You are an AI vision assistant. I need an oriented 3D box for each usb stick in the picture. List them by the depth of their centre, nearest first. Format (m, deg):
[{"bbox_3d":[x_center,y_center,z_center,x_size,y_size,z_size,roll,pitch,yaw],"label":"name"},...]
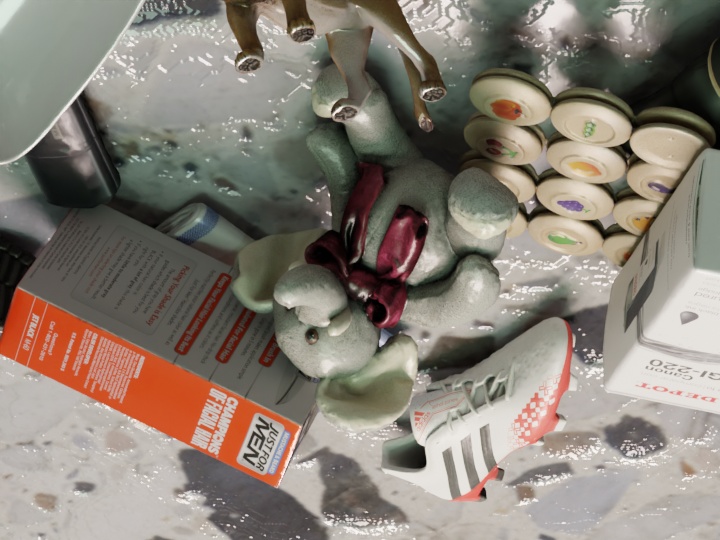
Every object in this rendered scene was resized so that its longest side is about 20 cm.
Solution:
[{"bbox_3d":[-0.200,-0.111,1.763,0.055,0.033,0.200,-1,139,18],"label":"usb stick"}]

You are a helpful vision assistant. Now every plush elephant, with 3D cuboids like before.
[{"bbox_3d":[0.000,0.000,1.764,0.165,0.155,0.200,42,167,24],"label":"plush elephant"}]

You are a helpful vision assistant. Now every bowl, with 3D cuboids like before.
[{"bbox_3d":[-0.229,-0.172,1.601,0.199,0.075,0.200,20,120,-37],"label":"bowl"}]

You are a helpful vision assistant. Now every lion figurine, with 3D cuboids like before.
[{"bbox_3d":[-0.030,-0.160,1.650,0.072,0.123,0.200,-31,143,23],"label":"lion figurine"}]

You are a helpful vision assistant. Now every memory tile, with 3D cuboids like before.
[{"bbox_3d":[0.134,-0.056,1.751,0.152,0.017,0.200,14,154,4],"label":"memory tile"}]

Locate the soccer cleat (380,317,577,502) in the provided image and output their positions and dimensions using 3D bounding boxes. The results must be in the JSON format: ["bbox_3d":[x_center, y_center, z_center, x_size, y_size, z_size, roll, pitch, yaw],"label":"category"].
[{"bbox_3d":[0.081,0.094,1.946,0.085,0.069,0.200,15,143,-18],"label":"soccer cleat"}]

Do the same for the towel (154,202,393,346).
[{"bbox_3d":[-0.083,0.034,1.925,0.200,0.024,0.147,34,132,-29],"label":"towel"}]

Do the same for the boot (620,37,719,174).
[{"bbox_3d":[0.252,-0.068,1.751,0.200,0.078,0.138,36,141,-24],"label":"boot"}]

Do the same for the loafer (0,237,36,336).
[{"bbox_3d":[-0.296,0.014,1.897,0.199,0.073,0.071,11,150,1],"label":"loafer"}]

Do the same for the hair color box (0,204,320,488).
[{"bbox_3d":[-0.116,0.044,1.819,0.199,0.111,0.064,25,129,4],"label":"hair color box"}]

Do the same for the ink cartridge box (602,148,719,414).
[{"bbox_3d":[0.242,0.016,1.737,0.145,0.085,0.200,11,156,-7],"label":"ink cartridge box"}]
